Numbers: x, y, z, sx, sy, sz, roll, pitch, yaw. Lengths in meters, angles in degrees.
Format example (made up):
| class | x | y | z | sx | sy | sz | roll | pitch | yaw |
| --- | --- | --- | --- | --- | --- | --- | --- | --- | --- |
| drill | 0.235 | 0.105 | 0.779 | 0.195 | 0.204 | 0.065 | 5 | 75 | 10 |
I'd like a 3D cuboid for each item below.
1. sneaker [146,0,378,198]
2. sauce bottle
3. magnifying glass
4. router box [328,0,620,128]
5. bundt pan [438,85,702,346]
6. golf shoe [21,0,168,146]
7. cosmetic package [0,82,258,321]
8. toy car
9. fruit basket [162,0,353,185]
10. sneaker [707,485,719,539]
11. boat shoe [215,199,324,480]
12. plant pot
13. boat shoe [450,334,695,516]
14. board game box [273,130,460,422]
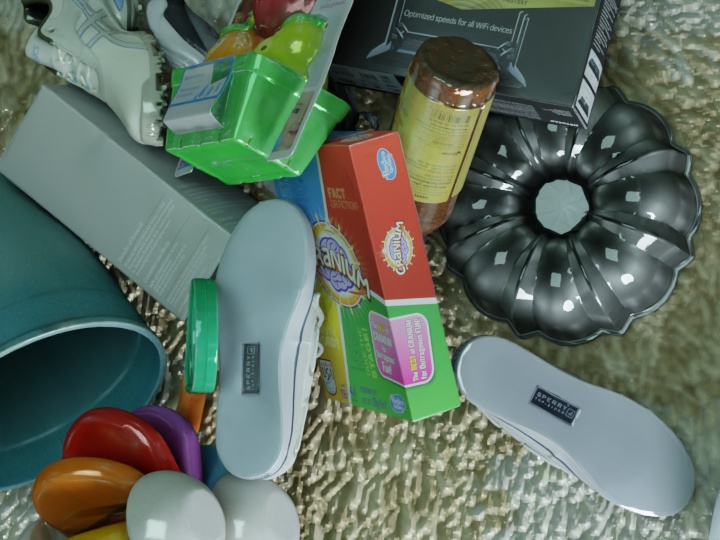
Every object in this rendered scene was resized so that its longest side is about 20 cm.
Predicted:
| class | x | y | z | sx | sy | sz | roll | pitch | yaw |
| --- | --- | --- | --- | --- | --- | --- | --- | --- | --- |
| sneaker | -0.071 | -0.153 | 1.756 | 0.114 | 0.075 | 0.200 | -38 | 76 | 2 |
| sauce bottle | 0.043 | -0.073 | 1.635 | 0.066 | 0.066 | 0.200 | 34 | 132 | 16 |
| magnifying glass | -0.120 | 0.072 | 1.681 | 0.022 | 0.200 | 0.080 | 0 | 63 | -7 |
| router box | 0.085 | -0.199 | 1.665 | 0.200 | 0.052 | 0.158 | 13 | 79 | 20 |
| bundt pan | 0.147 | -0.047 | 1.682 | 0.201 | 0.076 | 0.202 | -2 | 83 | 14 |
| golf shoe | -0.200 | -0.154 | 1.729 | 0.097 | 0.078 | 0.200 | -9 | 38 | -16 |
| cosmetic package | -0.165 | -0.055 | 1.743 | 0.200 | 0.107 | 0.090 | 36 | 108 | 18 |
| toy car | -0.157 | 0.171 | 1.676 | 0.175 | 0.200 | 0.150 | -24 | 72 | 31 |
| fruit basket | -0.065 | -0.165 | 1.633 | 0.185 | 0.094 | 0.200 | -2 | 70 | 58 |
| sneaker | 0.297 | 0.147 | 1.619 | 0.071 | 0.073 | 0.200 | 19 | 88 | 19 |
| boat shoe | -0.058 | 0.052 | 1.669 | 0.074 | 0.086 | 0.203 | 0 | 83 | 18 |
| plant pot | -0.274 | 0.034 | 1.733 | 0.200 | 0.200 | 0.188 | -36 | 61 | 8 |
| boat shoe | 0.153 | 0.108 | 1.666 | 0.200 | 0.065 | 0.074 | 37 | 86 | -5 |
| board game box | 0.000 | 0.000 | 1.649 | 0.040 | 0.153 | 0.201 | -17 | 100 | -23 |
